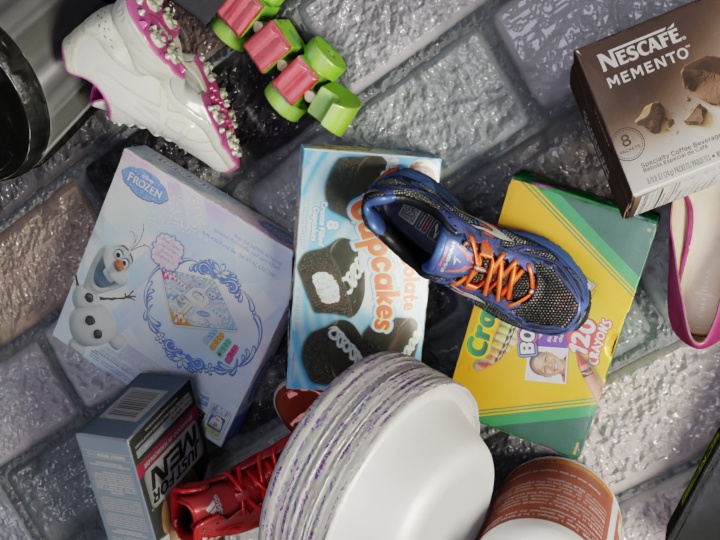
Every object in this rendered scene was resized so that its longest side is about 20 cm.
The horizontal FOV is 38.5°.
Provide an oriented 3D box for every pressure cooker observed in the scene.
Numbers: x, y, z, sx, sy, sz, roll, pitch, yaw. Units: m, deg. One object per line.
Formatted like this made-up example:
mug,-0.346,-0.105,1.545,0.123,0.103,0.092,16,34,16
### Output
pressure cooker,-0.291,-0.194,0.866,0.175,0.201,0.178,40,134,-14

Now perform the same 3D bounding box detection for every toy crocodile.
toy crocodile,-0.074,-0.191,0.859,0.067,0.062,0.201,-40,86,21

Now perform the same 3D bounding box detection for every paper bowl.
paper bowl,0.025,0.172,0.772,0.103,0.199,0.204,26,109,31

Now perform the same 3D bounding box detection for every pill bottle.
pill bottle,0.141,0.230,0.798,0.110,0.200,0.114,4,102,17

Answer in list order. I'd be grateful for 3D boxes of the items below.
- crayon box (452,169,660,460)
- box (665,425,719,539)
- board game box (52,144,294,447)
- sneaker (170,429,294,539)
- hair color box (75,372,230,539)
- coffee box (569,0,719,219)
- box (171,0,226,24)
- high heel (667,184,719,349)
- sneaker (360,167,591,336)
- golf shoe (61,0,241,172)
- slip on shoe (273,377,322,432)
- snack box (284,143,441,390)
crayon box,0.152,0.034,0.830,0.117,0.058,0.203,19,106,15
box,0.366,0.174,0.794,0.198,0.047,0.195,27,106,12
board game box,-0.161,0.022,0.940,0.198,0.043,0.201,31,110,10
sneaker,-0.080,0.184,0.858,0.199,0.115,0.079,-39,74,31
hair color box,-0.179,0.206,0.925,0.060,0.099,0.203,3,117,25
coffee box,0.258,-0.128,0.717,0.197,0.080,0.115,-20,78,7
box,-0.182,-0.315,0.770,0.123,0.198,0.200,-47,73,9
high heel,0.253,-0.046,0.760,0.066,0.096,0.204,8,103,16
sneaker,0.079,-0.008,0.775,0.198,0.078,0.076,28,110,16
golf shoe,-0.165,-0.143,0.842,0.090,0.201,0.076,-20,53,11
slip on shoe,-0.004,0.172,0.910,0.074,0.061,0.201,-43,84,23
snack box,0.000,0.000,0.863,0.114,0.037,0.204,3,103,-9
